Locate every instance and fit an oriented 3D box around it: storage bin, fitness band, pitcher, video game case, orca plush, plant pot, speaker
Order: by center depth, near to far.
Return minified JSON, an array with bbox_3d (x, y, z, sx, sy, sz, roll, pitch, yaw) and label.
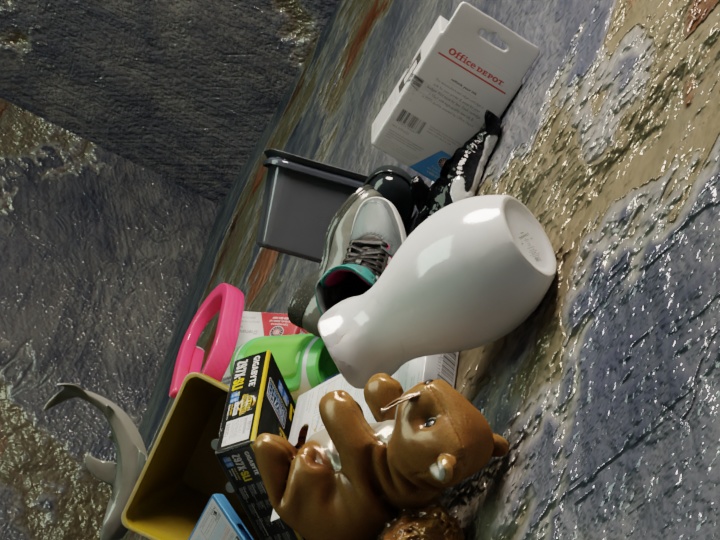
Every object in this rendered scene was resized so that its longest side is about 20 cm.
[{"bbox_3d":[0.081,0.014,1.094,0.199,0.122,0.171,-34,-3,28],"label":"pitcher"},{"bbox_3d":[-0.143,0.370,1.353,0.200,0.018,0.144,45,113,41],"label":"video game case"},{"bbox_3d":[0.094,-0.093,1.376,0.202,0.070,0.105,-63,13,10],"label":"orca plush"},{"bbox_3d":[-0.154,0.248,1.516,0.176,0.198,0.202,-64,-1,-88],"label":"plant pot"},{"bbox_3d":[-0.085,0.125,1.557,0.199,0.088,0.089,-7,56,52],"label":"speaker"},{"bbox_3d":[-0.211,0.106,1.696,0.144,0.037,0.201,-48,24,31],"label":"fitness band"},{"bbox_3d":[-0.059,-0.080,1.737,0.145,0.197,0.136,-167,93,-77],"label":"storage bin"}]

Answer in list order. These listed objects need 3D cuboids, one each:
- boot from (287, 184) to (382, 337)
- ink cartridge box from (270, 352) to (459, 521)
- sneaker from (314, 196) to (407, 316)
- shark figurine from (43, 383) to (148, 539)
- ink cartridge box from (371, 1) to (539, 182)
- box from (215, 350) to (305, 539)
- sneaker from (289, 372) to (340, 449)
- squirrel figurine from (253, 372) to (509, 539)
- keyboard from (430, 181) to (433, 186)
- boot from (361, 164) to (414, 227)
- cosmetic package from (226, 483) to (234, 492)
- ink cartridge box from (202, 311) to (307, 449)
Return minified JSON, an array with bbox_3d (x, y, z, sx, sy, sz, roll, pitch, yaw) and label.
[{"bbox_3d":[0.010,0.008,1.464,0.202,0.130,0.068,-62,-28,-5],"label":"boot"},{"bbox_3d":[0.006,0.158,1.195,0.199,0.057,0.164,-36,29,38],"label":"ink cartridge box"},{"bbox_3d":[0.000,0.000,1.371,0.121,0.082,0.203,40,-132,-65],"label":"sneaker"},{"bbox_3d":[-0.294,0.218,1.503,0.127,0.217,0.089,-24,9,-27],"label":"shark figurine"},{"bbox_3d":[0.110,-0.212,1.429,0.201,0.115,0.067,-56,13,24],"label":"ink cartridge box"},{"bbox_3d":[-0.089,0.213,1.310,0.049,0.202,0.160,-17,28,10],"label":"box"},{"bbox_3d":[-0.025,0.187,1.330,0.200,0.074,0.089,-51,-44,-51],"label":"sneaker"},{"bbox_3d":[0.036,0.183,0.999,0.185,0.141,0.203,-22,79,35],"label":"squirrel figurine"},{"bbox_3d":[0.083,-0.059,1.499,0.056,0.011,0.202,-37,31,65],"label":"keyboard"},{"bbox_3d":[0.008,-0.014,1.565,0.169,0.076,0.201,-77,11,-52],"label":"boot"},{"bbox_3d":[-0.167,0.244,1.816,0.101,0.071,0.202,-44,24,58],"label":"cosmetic package"},{"bbox_3d":[-0.150,0.166,1.720,0.143,0.084,0.202,1,61,34],"label":"ink cartridge box"}]
